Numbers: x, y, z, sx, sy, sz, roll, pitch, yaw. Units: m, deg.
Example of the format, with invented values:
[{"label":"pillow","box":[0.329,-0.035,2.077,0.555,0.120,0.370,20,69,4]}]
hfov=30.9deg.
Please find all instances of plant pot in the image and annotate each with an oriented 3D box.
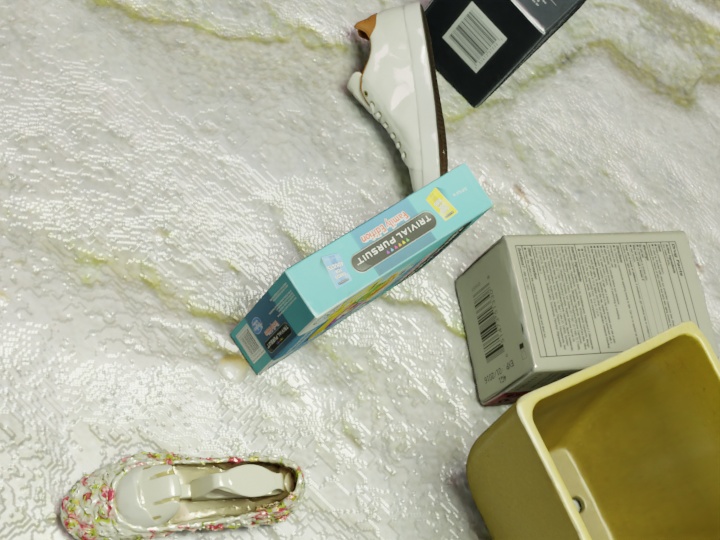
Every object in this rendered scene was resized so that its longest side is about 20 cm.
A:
[{"label":"plant pot","box":[0.197,0.189,1.072,0.194,0.200,0.195,-20,77,-29]}]

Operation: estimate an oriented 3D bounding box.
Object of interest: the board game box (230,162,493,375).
[{"label":"board game box","box":[0.000,0.000,1.096,0.199,0.151,0.047,-32,84,-30]}]

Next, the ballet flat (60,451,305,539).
[{"label":"ballet flat","box":[-0.133,0.170,1.019,0.198,0.064,0.076,-5,71,-24]}]

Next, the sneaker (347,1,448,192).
[{"label":"sneaker","box":[0.035,-0.149,1.235,0.084,0.073,0.202,-10,78,9]}]

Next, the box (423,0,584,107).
[{"label":"box","box":[0.165,-0.284,1.287,0.107,0.148,0.200,46,59,0]}]

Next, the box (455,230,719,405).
[{"label":"box","box":[0.205,0.043,1.189,0.198,0.109,0.129,-1,68,-24]}]
